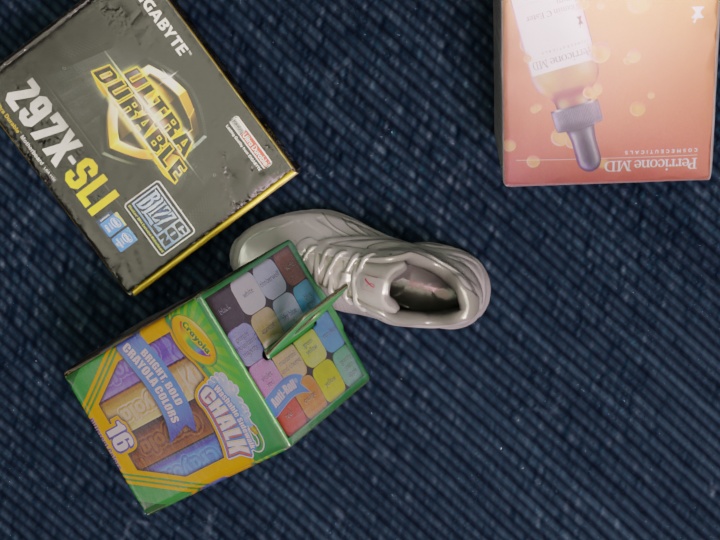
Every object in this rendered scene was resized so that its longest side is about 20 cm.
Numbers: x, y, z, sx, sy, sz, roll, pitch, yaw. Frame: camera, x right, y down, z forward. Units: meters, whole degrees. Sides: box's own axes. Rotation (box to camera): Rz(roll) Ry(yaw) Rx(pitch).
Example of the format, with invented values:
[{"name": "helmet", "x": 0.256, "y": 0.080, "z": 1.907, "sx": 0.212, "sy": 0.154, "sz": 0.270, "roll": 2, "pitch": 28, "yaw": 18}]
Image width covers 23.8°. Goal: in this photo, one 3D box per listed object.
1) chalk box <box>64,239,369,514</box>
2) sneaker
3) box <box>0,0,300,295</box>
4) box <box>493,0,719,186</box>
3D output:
[{"name": "chalk box", "x": -0.086, "y": 0.068, "z": 1.218, "sx": 0.200, "sy": 0.124, "sz": 0.124, "roll": -27, "pitch": 94, "yaw": 37}, {"name": "sneaker", "x": 0.000, "y": 0.000, "z": 1.262, "sx": 0.199, "sy": 0.099, "sz": 0.078, "roll": 8, "pitch": 95, "yaw": 1}, {"name": "box", "x": -0.167, "y": -0.107, "z": 1.285, "sx": 0.160, "sy": 0.049, "sz": 0.200, "roll": -36, "pitch": 93, "yaw": 6}, {"name": "box", "x": 0.171, "y": -0.172, "z": 1.209, "sx": 0.152, "sy": 0.106, "sz": 0.201, "roll": -2, "pitch": 115, "yaw": 2}]
